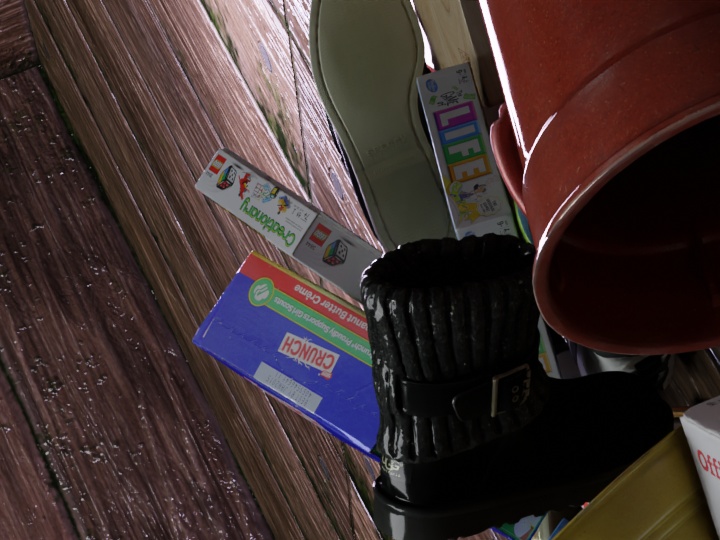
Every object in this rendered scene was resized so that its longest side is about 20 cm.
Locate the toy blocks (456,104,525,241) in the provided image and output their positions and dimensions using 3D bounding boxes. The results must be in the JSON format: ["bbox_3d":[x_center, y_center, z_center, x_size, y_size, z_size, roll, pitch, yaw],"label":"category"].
[{"bbox_3d":[0.086,-0.060,1.798,0.200,0.099,0.137,73,-178,-56],"label":"toy blocks"}]

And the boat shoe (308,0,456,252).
[{"bbox_3d":[0.014,-0.100,1.719,0.066,0.074,0.201,134,116,-84],"label":"boat shoe"}]

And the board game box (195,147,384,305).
[{"bbox_3d":[0.000,0.000,1.734,0.200,0.035,0.126,34,180,-38],"label":"board game box"}]

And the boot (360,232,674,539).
[{"bbox_3d":[0.092,0.051,1.516,0.079,0.210,0.159,23,121,47],"label":"boot"}]

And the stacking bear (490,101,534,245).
[{"bbox_3d":[0.134,-0.045,1.540,0.200,0.121,0.114,112,137,-85],"label":"stacking bear"}]

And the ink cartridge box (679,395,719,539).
[{"bbox_3d":[0.251,0.161,1.411,0.145,0.084,0.201,-151,40,-72],"label":"ink cartridge box"}]

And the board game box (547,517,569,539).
[{"bbox_3d":[0.194,0.248,1.752,0.199,0.037,0.151,34,161,10],"label":"board game box"}]

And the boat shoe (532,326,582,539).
[{"bbox_3d":[0.113,0.120,1.885,0.073,0.063,0.202,39,-144,-49],"label":"boat shoe"}]

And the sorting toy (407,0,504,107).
[{"bbox_3d":[0.049,-0.225,1.680,0.199,0.069,0.201,-135,25,-64],"label":"sorting toy"}]

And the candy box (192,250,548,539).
[{"bbox_3d":[0.019,0.081,1.726,0.169,0.077,0.200,31,179,38],"label":"candy box"}]

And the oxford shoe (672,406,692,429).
[{"bbox_3d":[0.206,0.141,1.619,0.200,0.073,0.072,-132,22,-62],"label":"oxford shoe"}]

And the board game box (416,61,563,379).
[{"bbox_3d":[0.082,-0.005,1.629,0.135,0.034,0.201,-102,-6,-45],"label":"board game box"}]

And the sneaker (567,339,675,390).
[{"bbox_3d":[0.167,0.042,1.654,0.080,0.073,0.200,64,177,0],"label":"sneaker"}]

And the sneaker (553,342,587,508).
[{"bbox_3d":[0.178,0.145,1.792,0.202,0.067,0.108,68,169,-17],"label":"sneaker"}]

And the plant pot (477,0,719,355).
[{"bbox_3d":[0.141,-0.100,1.208,0.201,0.199,0.196,86,167,-59],"label":"plant pot"}]

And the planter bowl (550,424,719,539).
[{"bbox_3d":[0.150,0.176,1.512,0.084,0.200,0.201,47,164,13],"label":"planter bowl"}]

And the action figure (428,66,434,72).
[{"bbox_3d":[0.028,-0.222,1.810,0.052,0.065,0.201,22,132,58],"label":"action figure"}]
